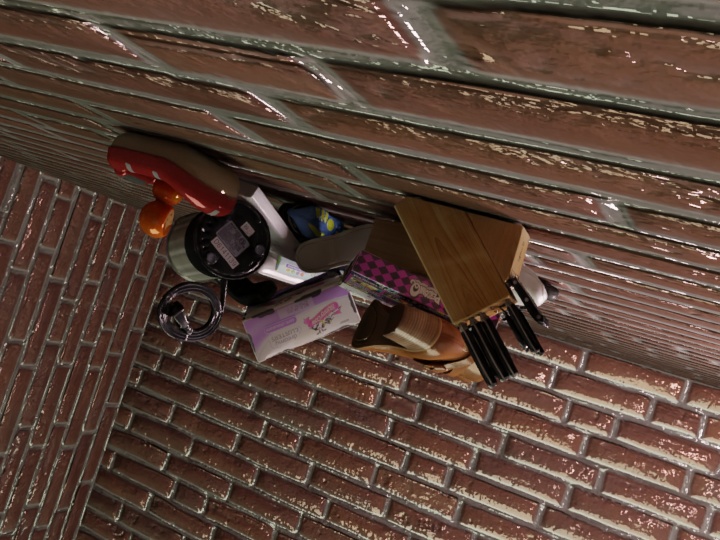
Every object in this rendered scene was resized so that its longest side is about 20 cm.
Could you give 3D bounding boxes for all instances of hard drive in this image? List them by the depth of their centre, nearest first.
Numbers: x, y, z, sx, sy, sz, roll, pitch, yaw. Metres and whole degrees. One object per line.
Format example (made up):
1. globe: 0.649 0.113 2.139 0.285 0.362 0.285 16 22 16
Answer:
1. hard drive: -0.176 -0.088 1.262 0.132 0.027 0.200 22 161 29

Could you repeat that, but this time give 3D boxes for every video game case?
1. video game case: 0.072 0.039 1.078 0.199 0.036 0.181 25 171 -3

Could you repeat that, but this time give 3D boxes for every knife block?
1. knife block: 0.114 0.026 0.874 0.199 0.176 0.064 17 176 21
2. knife block: 0.099 -0.021 1.046 0.199 0.064 0.176 18 176 6

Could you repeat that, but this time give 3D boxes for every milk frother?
1. milk frother: -0.248 0.002 1.215 0.200 0.181 0.188 -25 -172 -25

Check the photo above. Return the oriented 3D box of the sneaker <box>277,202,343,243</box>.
1. sneaker: -0.084 -0.073 1.337 0.082 0.071 0.200 22 172 19

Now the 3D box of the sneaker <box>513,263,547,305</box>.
1. sneaker: 0.174 0.030 1.156 0.200 0.099 0.078 13 140 42

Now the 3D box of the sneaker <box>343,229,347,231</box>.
1. sneaker: -0.067 -0.046 1.488 0.200 0.084 0.077 18 179 -40

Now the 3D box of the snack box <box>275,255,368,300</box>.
1. snack box: -0.063 -0.024 1.571 0.199 0.053 0.142 18 -149 -10

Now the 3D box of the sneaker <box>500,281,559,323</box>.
1. sneaker: 0.255 0.054 1.344 0.074 0.080 0.200 20 162 -31

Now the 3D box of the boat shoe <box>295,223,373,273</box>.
1. boat shoe: -0.003 -0.031 1.249 0.199 0.075 0.062 -13 180 21

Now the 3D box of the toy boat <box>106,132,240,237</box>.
1. toy boat: -0.268 -0.108 1.103 0.199 0.131 0.130 16 177 31

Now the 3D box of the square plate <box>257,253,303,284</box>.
1. square plate: -0.157 -0.050 1.631 0.200 0.028 0.198 19 -146 -43

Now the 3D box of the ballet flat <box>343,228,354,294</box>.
1. ballet flat: 0.000 0.000 1.345 0.067 0.071 0.200 1 -152 -7

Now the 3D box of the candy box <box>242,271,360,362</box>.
1. candy box: -0.094 0.065 1.261 0.167 0.072 0.200 -21 -173 -3

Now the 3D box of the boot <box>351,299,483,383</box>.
1. boot: 0.083 0.098 1.072 0.155 0.077 0.200 27 159 -17
